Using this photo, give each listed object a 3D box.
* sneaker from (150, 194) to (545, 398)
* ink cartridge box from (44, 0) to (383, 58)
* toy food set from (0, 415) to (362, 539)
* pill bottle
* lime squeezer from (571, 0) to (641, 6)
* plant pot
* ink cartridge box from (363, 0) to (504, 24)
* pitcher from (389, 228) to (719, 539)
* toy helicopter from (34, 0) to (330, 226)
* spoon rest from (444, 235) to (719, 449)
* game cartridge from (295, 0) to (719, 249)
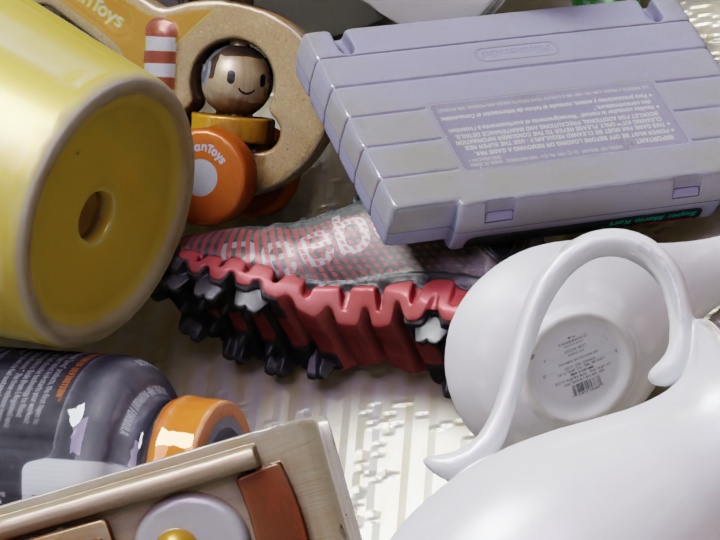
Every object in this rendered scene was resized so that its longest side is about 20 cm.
[{"bbox_3d":[0.000,0.000,1.363,0.200,0.071,0.098,7,58,22],"label":"sneaker"},{"bbox_3d":[-0.099,-0.176,1.521,0.200,0.083,0.145,-18,51,8],"label":"ink cartridge box"},{"bbox_3d":[-0.087,0.157,1.234,0.199,0.060,0.144,-16,92,7],"label":"toy food set"},{"bbox_3d":[-0.151,0.088,1.330,0.199,0.106,0.106,3,56,23],"label":"pill bottle"},{"bbox_3d":[0.116,-0.163,1.427,0.038,0.070,0.200,47,121,55],"label":"lime squeezer"},{"bbox_3d":[-0.189,-0.052,1.345,0.189,0.201,0.201,21,64,29],"label":"plant pot"},{"bbox_3d":[0.030,-0.229,1.446,0.145,0.084,0.200,30,46,-12],"label":"ink cartridge box"},{"bbox_3d":[0.085,0.095,1.183,0.200,0.121,0.172,-37,72,-4],"label":"pitcher"},{"bbox_3d":[-0.095,-0.120,1.416,0.200,0.079,0.132,35,105,14],"label":"toy helicopter"},{"bbox_3d":[0.132,0.021,1.299,0.200,0.100,0.061,-18,18,-8],"label":"spoon rest"},{"bbox_3d":[0.083,-0.069,1.358,0.199,0.038,0.130,-7,51,-21],"label":"game cartridge"}]
